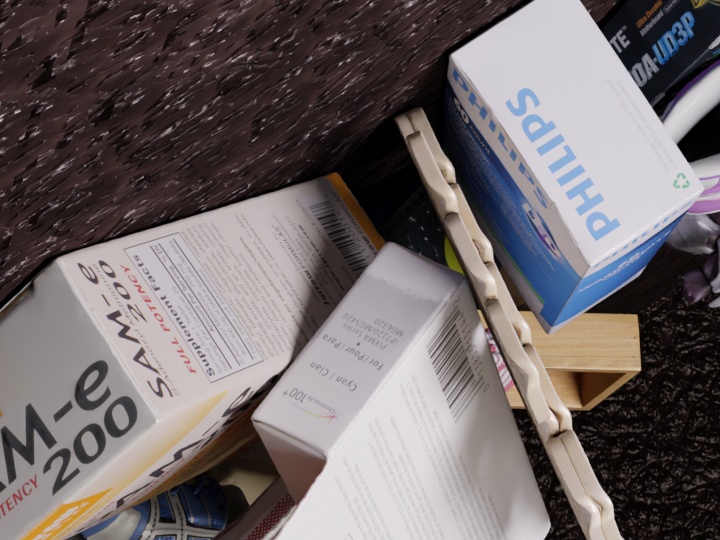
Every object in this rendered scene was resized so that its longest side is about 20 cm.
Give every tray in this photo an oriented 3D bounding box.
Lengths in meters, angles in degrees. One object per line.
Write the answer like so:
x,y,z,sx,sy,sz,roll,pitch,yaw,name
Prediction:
0.048,0.049,1.214,0.198,0.037,0.099,3,163,-11,tray

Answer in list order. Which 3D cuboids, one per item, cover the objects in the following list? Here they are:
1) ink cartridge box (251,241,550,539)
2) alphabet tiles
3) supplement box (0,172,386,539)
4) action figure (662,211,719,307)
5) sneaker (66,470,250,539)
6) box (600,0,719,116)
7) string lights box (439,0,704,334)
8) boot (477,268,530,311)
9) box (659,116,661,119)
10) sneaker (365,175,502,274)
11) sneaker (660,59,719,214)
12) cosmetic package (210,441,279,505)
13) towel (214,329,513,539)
0.000,0.116,0.868,0.177,0.044,0.201,-53,148,-22,ink cartridge box
0.064,0.031,0.879,0.014,0.201,0.196,-24,151,2,alphabet tiles
-0.078,0.039,0.858,0.126,0.074,0.200,-40,170,32,supplement box
0.176,-0.017,1.098,0.070,0.199,0.130,-69,162,1,action figure
-0.109,0.097,0.978,0.077,0.076,0.200,-34,153,0,sneaker
0.206,-0.146,1.005,0.199,0.046,0.159,-29,171,-29,box
0.084,-0.041,0.932,0.059,0.103,0.200,-32,172,-5,string lights box
0.105,-0.017,1.296,0.154,0.074,0.199,-27,180,-40,boot
0.248,-0.090,1.122,0.199,0.083,0.068,-15,-162,38,box
0.000,0.000,1.038,0.078,0.066,0.200,-6,-162,39,sneaker
0.221,-0.089,0.983,0.200,0.073,0.114,-33,170,3,sneaker
-0.061,0.113,1.155,0.103,0.073,0.199,-39,150,24,cosmetic package
0.004,0.084,1.019,0.146,0.030,0.200,-48,165,9,towel
